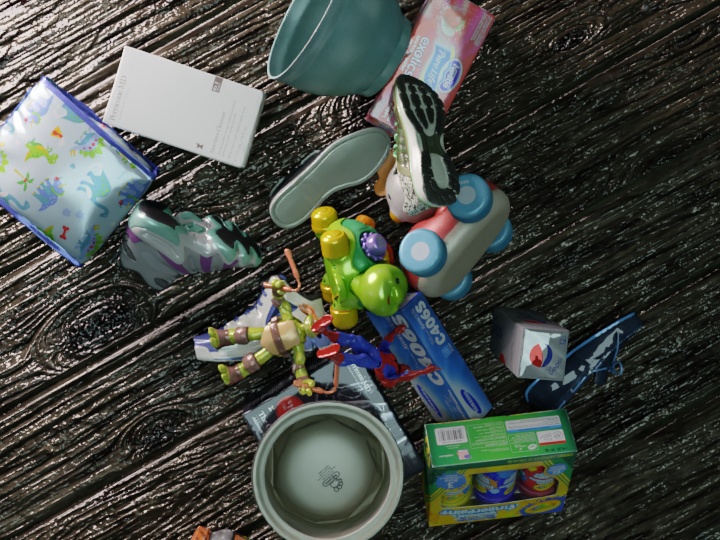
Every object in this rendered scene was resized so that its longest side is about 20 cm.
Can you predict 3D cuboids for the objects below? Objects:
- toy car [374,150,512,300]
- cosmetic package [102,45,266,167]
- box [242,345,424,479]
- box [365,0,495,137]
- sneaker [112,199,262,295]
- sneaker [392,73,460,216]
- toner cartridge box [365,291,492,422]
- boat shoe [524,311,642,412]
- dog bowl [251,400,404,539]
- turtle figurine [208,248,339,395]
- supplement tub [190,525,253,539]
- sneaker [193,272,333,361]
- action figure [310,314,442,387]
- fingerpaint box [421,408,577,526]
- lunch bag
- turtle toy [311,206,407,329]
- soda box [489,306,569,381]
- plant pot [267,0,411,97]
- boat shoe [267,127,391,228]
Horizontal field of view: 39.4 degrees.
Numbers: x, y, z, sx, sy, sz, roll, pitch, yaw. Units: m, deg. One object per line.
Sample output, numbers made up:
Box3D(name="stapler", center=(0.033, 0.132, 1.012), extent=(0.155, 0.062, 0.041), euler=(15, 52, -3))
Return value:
Box3D(name="toy car", center=(0.086, -0.083, 1.391), extent=(0.200, 0.184, 0.177), euler=(41, 93, 23))
Box3D(name="cosmetic package", center=(-0.238, -0.222, 1.380), extent=(0.198, 0.081, 0.114), euler=(16, 96, -5))
Box3D(name="box", center=(-0.039, 0.228, 1.417), extent=(0.181, 0.104, 0.201), euler=(-32, 96, -2))
Box3D(name="box", center=(0.093, -0.276, 1.385), extent=(0.095, 0.100, 0.201), euler=(27, 92, -5))
Box3D(name="sneaker", center=(-0.248, -0.012, 1.405), extent=(0.199, 0.078, 0.140), euler=(20, 121, -27))
Box3D(name="sneaker", center=(0.062, -0.160, 1.298), extent=(0.076, 0.088, 0.201), euler=(9, 62, -36))
Box3D(name="toner cartridge box", center=(0.095, 0.124, 1.402), extent=(0.043, 0.095, 0.201), euler=(-41, 107, -26))
Box3D(name="boat shoe", center=(0.330, 0.140, 1.449), extent=(0.200, 0.084, 0.069), euler=(-41, 77, 14))
Box3D(name="dog bowl", center=(-0.044, 0.263, 1.331), extent=(0.198, 0.074, 0.202), euler=(0, 95, -4))
Box3D(name="turtle figurine", center=(-0.118, 0.082, 1.346), extent=(0.160, 0.064, 0.201), euler=(-17, 96, 4))
Box3D(name="supplement tub", center=(-0.160, 0.447, 1.420), extent=(0.199, 0.123, 0.123), euler=(27, 93, -4))
Box3D(name="sneaker", center=(-0.136, 0.065, 1.418), extent=(0.198, 0.081, 0.116), euler=(-8, 85, -1))
Box3D(name="action figure", center=(0.031, 0.104, 1.326), extent=(0.099, 0.200, 0.066), euler=(-25, 60, 21))
Box3D(name="fingerpaint box", center=(0.189, 0.279, 1.405), extent=(0.198, 0.074, 0.168), euler=(-5, 139, -3))
Box3D(name="lunch bag", center=(-0.399, -0.134, 1.356), extent=(0.200, 0.127, 0.170), euler=(39, 92, -15))
Box3D(name="turtle toy", center=(0.000, 0.000, 1.359), extent=(0.100, 0.200, 0.147), euler=(-12, 119, -8))
Box3D(name="soda box", center=(0.227, 0.098, 1.373), extent=(0.063, 0.200, 0.069), euler=(5, 96, -4))
Box3D(name="plant pot", center=(-0.017, -0.314, 1.339), extent=(0.134, 0.200, 0.201), euler=(26, 93, -22))
Box3D(name="boat shoe", center=(-0.049, -0.139, 1.408), extent=(0.199, 0.060, 0.076), euler=(-32, 116, -2))
